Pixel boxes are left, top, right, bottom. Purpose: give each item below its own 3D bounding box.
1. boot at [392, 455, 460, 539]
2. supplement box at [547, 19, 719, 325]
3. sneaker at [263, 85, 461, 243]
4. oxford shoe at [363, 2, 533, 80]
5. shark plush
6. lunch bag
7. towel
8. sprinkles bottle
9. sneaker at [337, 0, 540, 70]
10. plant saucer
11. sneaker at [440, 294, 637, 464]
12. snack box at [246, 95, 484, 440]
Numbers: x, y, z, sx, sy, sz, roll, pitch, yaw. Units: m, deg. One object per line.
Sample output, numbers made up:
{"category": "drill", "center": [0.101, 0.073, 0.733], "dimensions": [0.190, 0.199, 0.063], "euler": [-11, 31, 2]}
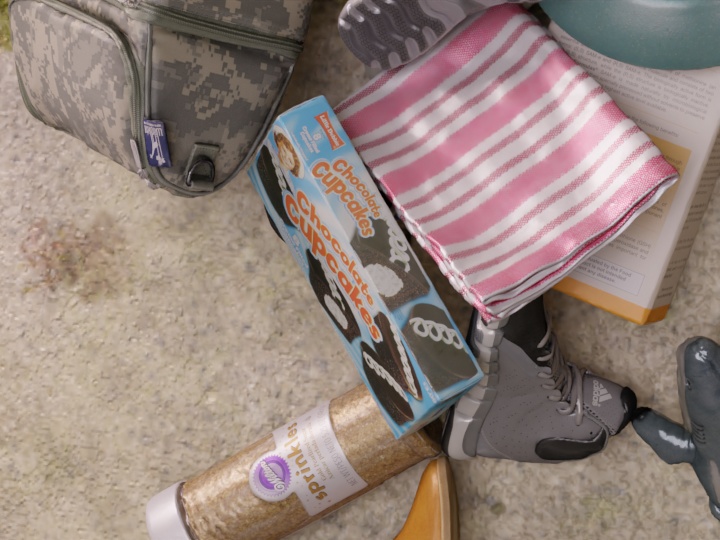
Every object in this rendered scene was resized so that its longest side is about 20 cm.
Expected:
{"category": "boot", "center": [-0.008, 0.216, 1.758], "dimensions": [0.143, 0.071, 0.202], "euler": [4, 101, 8]}
{"category": "supplement box", "center": [0.163, -0.081, 1.696], "dimensions": [0.126, 0.073, 0.201], "euler": [23, 99, 16]}
{"category": "sneaker", "center": [0.022, -0.065, 1.747], "dimensions": [0.199, 0.077, 0.076], "euler": [-20, 89, 35]}
{"category": "oxford shoe", "center": [0.075, -0.187, 1.715], "dimensions": [0.200, 0.075, 0.058], "euler": [-38, 112, 13]}
{"category": "shark plush", "center": [0.240, 0.134, 1.662], "dimensions": [0.091, 0.083, 0.201], "euler": [-20, 89, -15]}
{"category": "lunch bag", "center": [-0.132, -0.148, 1.721], "dimensions": [0.200, 0.139, 0.169], "euler": [27, 105, 52]}
{"category": "towel", "center": [0.081, -0.076, 1.622], "dimensions": [0.146, 0.030, 0.200], "euler": [-37, 56, -1]}
{"category": "sprinkles bottle", "center": [-0.044, 0.135, 1.774], "dimensions": [0.200, 0.068, 0.068], "euler": [-30, 83, 16]}
{"category": "sneaker", "center": [0.073, -0.199, 1.632], "dimensions": [0.199, 0.082, 0.075], "euler": [-23, 118, 29]}
{"category": "plant saucer", "center": [0.194, -0.217, 1.651], "dimensions": [0.199, 0.036, 0.201], "euler": [-2, 64, 5]}
{"category": "sneaker", "center": [0.122, 0.055, 1.683], "dimensions": [0.115, 0.200, 0.075], "euler": [13, 52, 0]}
{"category": "snack box", "center": [0.000, 0.000, 1.672], "dimensions": [0.037, 0.116, 0.201], "euler": [-27, 82, -18]}
